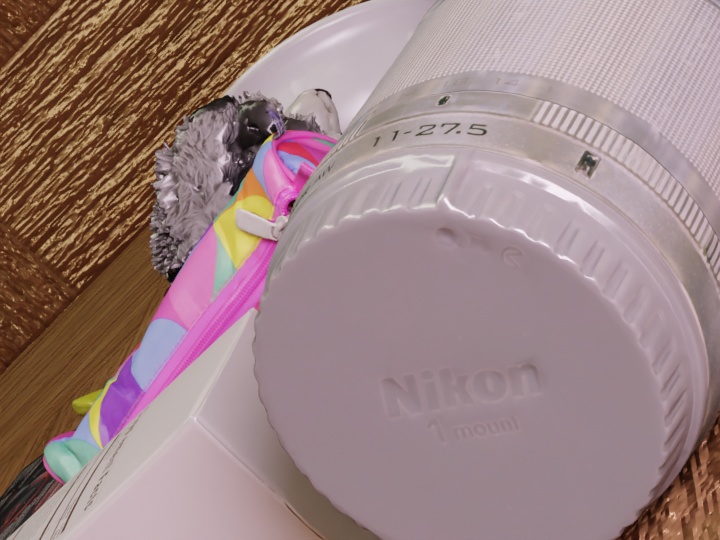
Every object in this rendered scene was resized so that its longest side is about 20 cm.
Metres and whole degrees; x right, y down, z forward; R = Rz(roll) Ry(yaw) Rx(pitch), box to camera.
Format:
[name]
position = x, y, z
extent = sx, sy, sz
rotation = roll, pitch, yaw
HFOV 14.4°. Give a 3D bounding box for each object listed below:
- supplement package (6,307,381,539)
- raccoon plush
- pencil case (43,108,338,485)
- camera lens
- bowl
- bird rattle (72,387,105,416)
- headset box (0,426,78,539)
[supplement package]
position = -0.078, 0.137, 1.142
extent = 0.200, 0.121, 0.120
rotation = -43, 8, 20
[raccoon plush]
position = -0.066, -0.004, 1.396
extent = 0.200, 0.097, 0.134
rotation = -52, -11, -6
[pencil case]
position = -0.054, 0.030, 1.205
extent = 0.200, 0.088, 0.088
rotation = -56, 4, 21
[camera lens]
position = 0.065, -0.010, 0.996
extent = 0.160, 0.160, 0.200
rotation = -40, 11, 37
[bowl]
position = 0.016, -0.049, 1.532
extent = 0.201, 0.090, 0.201
rotation = -20, -32, -13
[bird rattle]
position = -0.050, 0.087, 1.462
extent = 0.200, 0.113, 0.163
rotation = -28, 28, 26
[headset box]
position = -0.166, 0.153, 1.671
extent = 0.200, 0.075, 0.149
rotation = -37, 12, 48
